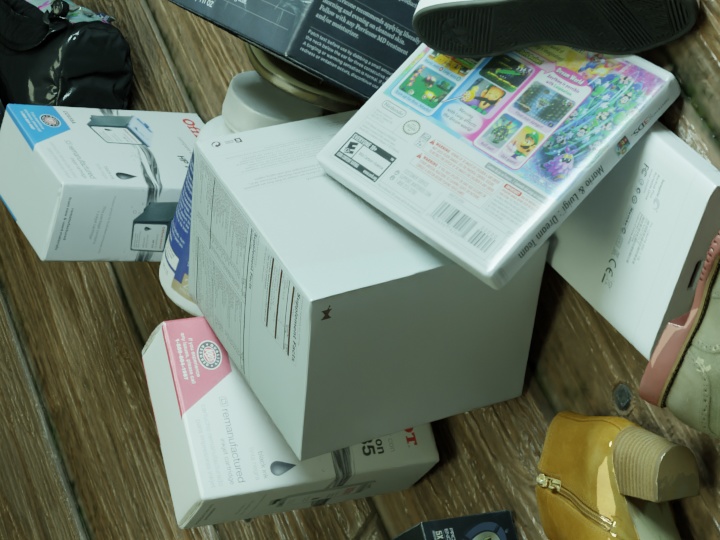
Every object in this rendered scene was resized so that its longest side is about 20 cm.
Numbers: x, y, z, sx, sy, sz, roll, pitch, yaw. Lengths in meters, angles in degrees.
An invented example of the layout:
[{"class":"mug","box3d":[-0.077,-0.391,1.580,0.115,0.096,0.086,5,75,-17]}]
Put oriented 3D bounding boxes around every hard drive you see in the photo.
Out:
[{"class":"hard drive","box3d":[0.166,-0.049,1.316,0.200,0.026,0.133,48,130,45]}]

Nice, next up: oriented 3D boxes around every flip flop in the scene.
[{"class":"flip flop","box3d":[-0.056,-0.202,1.625,0.058,0.081,0.201,-52,43,27]}]

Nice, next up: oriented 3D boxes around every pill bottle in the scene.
[{"class":"pill bottle","box3d":[-0.097,-0.062,1.653,0.111,0.110,0.201,52,133,42]}]

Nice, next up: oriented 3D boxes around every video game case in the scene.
[{"class":"video game case","box3d":[0.089,-0.098,1.313,0.182,0.024,0.200,-46,45,-8]}]

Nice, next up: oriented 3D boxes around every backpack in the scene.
[{"class":"backpack","box3d":[-0.311,-0.202,1.972,0.200,0.126,0.168,37,111,52]}]

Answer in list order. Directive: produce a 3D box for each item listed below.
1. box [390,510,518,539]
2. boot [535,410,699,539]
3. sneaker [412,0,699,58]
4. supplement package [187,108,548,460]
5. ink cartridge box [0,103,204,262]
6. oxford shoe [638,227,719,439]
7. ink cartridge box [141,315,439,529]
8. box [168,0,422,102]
[{"class":"box","box3d":[0.049,0.292,1.469,0.200,0.085,0.165,-40,59,51]},{"class":"boot","box3d":[0.170,0.199,1.301,0.144,0.070,0.204,5,93,63]},{"class":"sneaker","box3d":[0.140,-0.208,1.303,0.198,0.084,0.122,1,58,28]},{"class":"supplement package","box3d":[0.000,0.000,1.409,0.200,0.190,0.148,52,147,44]},{"class":"ink cartridge box","box3d":[-0.215,-0.078,1.758,0.147,0.198,0.087,49,130,44]},{"class":"oxford shoe","box3d":[0.244,0.014,1.181,0.075,0.070,0.201,35,123,20]},{"class":"ink cartridge box","box3d":[-0.055,0.105,1.504,0.083,0.198,0.148,130,129,-61]},{"class":"box","box3d":[-0.019,-0.249,1.457,0.200,0.123,0.198,31,95,53]}]
